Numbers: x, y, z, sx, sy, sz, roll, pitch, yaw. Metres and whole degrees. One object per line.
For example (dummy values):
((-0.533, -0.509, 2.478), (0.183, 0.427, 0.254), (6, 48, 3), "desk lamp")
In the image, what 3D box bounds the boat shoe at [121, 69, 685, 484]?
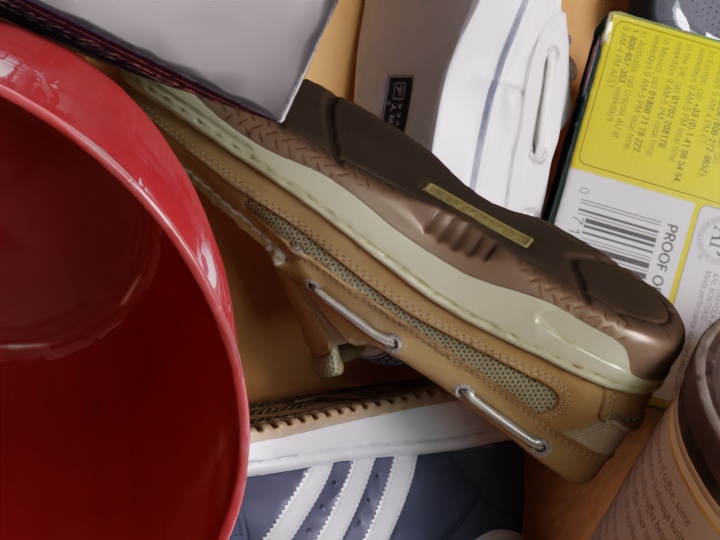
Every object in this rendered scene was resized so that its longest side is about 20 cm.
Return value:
((0.000, 0.000, 0.736), (0.076, 0.199, 0.072), (-62, 165, 22), "boat shoe")

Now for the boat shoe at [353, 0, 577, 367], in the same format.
((0.040, -0.064, 0.805), (0.065, 0.073, 0.201), (12, 94, -38), "boat shoe")

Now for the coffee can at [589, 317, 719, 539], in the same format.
((0.127, 0.133, 0.740), (0.146, 0.147, 0.201), (3, 127, -34), "coffee can")

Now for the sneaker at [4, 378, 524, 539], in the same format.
((-0.021, 0.098, 0.761), (0.199, 0.070, 0.109), (-7, 94, -37), "sneaker")

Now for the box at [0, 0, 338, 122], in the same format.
((-0.115, -0.121, 0.642), (0.199, 0.141, 0.079), (25, 92, -32), "box")

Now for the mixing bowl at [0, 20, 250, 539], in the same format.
((-0.116, 0.005, 0.642), (0.201, 0.199, 0.109), (57, 25, -21), "mixing bowl")

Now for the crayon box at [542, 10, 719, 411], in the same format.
((0.161, 0.000, 0.804), (0.199, 0.051, 0.128), (17, 89, 1), "crayon box")

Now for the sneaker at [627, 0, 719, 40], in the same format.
((0.191, -0.064, 0.888), (0.200, 0.087, 0.075), (33, 67, -31), "sneaker")
